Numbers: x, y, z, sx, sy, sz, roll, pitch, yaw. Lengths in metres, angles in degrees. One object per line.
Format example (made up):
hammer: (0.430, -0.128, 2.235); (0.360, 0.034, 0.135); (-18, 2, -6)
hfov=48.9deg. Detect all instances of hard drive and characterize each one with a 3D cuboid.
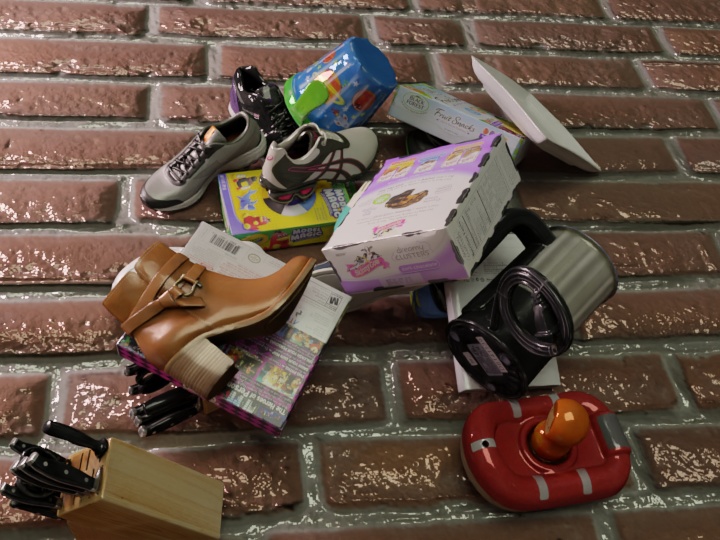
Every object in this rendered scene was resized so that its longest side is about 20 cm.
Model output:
hard drive: (0.175, 0.052, 1.005); (0.131, 0.027, 0.201); (-1, 71, -15)

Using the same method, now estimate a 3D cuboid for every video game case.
video game case: (-0.135, 0.060, 0.882); (0.199, 0.036, 0.182); (26, 59, 3)

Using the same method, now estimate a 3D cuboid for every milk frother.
milk frother: (0.213, 0.028, 0.889); (0.188, 0.181, 0.200); (-42, 28, -24)

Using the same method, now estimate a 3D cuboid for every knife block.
knife block: (-0.161, 0.122, 0.911); (0.199, 0.064, 0.176); (15, 53, 2)
knife block: (-0.237, 0.207, 0.772); (0.199, 0.176, 0.064); (3, 53, -7)

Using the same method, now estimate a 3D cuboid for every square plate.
square plate: (0.267, -0.235, 1.224); (0.198, 0.028, 0.200); (12, 38, -50)

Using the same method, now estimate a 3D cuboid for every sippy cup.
sippy cup: (-0.022, -0.267, 1.164); (0.139, 0.130, 0.178); (34, 37, -28)

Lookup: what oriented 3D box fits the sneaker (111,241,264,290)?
sneaker: (-0.204, 0.000, 0.972); (0.199, 0.099, 0.078); (-16, 92, -18)

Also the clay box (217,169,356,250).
clay box: (-0.091, -0.092, 1.104); (0.199, 0.048, 0.115); (-10, 55, -15)

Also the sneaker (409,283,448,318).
sneaker: (0.110, -0.022, 1.074); (0.082, 0.071, 0.200); (8, 58, -9)

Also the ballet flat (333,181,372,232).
ballet flat: (0.023, -0.089, 1.057); (0.067, 0.071, 0.200); (13, 21, 24)

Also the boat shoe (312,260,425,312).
boat shoe: (0.000, 0.000, 1.015); (0.199, 0.075, 0.062); (-18, 37, 13)

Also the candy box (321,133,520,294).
candy box: (0.075, -0.067, 0.927); (0.167, 0.072, 0.200); (-8, 33, 36)

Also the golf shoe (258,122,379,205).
golf shoe: (-0.047, -0.161, 1.081); (0.200, 0.088, 0.077); (-31, 59, -32)

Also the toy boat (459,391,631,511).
toy boat: (0.214, 0.188, 0.885); (0.199, 0.131, 0.131); (-6, 54, -13)

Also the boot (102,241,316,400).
boot: (-0.156, 0.021, 0.841); (0.155, 0.077, 0.200); (39, 72, 10)

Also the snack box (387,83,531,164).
snack box: (0.156, -0.222, 1.199); (0.199, 0.053, 0.142); (27, 20, 12)

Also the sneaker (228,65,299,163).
sneaker: (-0.134, -0.225, 1.173); (0.076, 0.088, 0.200); (-30, 63, -28)

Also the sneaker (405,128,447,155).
sneaker: (0.138, -0.149, 1.159); (0.077, 0.084, 0.200); (-22, 57, -24)

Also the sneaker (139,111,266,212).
sneaker: (-0.225, -0.157, 1.105); (0.200, 0.079, 0.074); (-37, 66, -15)
